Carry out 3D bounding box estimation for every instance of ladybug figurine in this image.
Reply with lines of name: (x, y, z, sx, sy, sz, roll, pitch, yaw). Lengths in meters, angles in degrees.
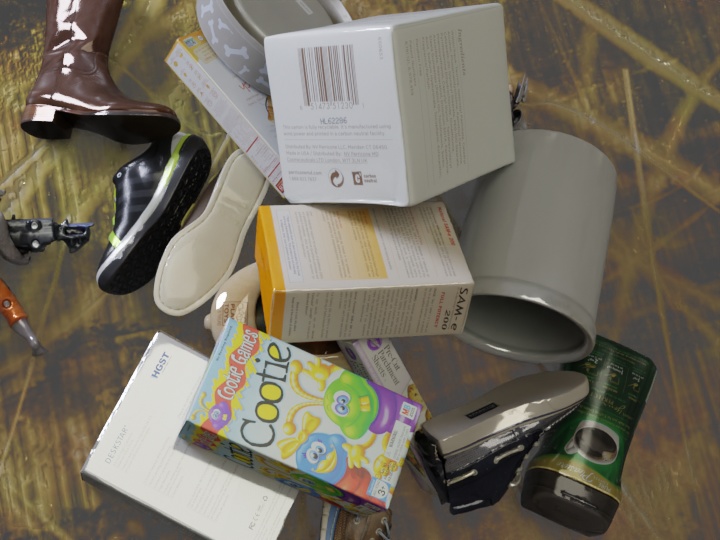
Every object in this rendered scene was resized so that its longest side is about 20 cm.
ladybug figurine: (-0.067, 0.056, 1.105, 0.196, 0.072, 0.139, 4, 74, -13)

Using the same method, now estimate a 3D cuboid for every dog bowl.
dog bowl: (-0.093, -0.270, 1.157, 0.198, 0.059, 0.202, 27, 40, -26)

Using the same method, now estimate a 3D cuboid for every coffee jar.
coffee jar: (0.246, 0.179, 1.140, 0.103, 0.085, 0.203, 23, 69, 0)

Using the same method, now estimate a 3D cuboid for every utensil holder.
utensil holder: (0.188, -0.025, 1.142, 0.167, 0.170, 0.203, 20, 66, -7)

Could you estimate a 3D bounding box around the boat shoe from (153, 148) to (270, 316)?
boat shoe: (-0.160, -0.037, 1.116, 0.071, 0.059, 0.202, 31, 70, -14)

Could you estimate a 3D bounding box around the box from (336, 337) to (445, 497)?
box: (0.042, 0.143, 1.084, 0.041, 0.038, 0.202, -36, 110, -22)

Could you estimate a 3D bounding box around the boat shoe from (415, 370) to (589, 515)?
boat shoe: (0.153, 0.177, 1.087, 0.197, 0.075, 0.094, -19, 107, -14)

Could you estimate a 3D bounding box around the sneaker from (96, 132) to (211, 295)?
sneaker: (-0.232, -0.067, 1.115, 0.082, 0.072, 0.202, 21, 67, 19)

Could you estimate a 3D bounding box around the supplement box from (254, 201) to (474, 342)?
supplement box: (0.000, 0.000, 1.039, 0.196, 0.074, 0.127, -2, 43, -12)

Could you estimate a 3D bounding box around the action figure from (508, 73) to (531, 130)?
action figure: (0.117, -0.206, 1.233, 0.198, 0.069, 0.132, 28, 62, -9)

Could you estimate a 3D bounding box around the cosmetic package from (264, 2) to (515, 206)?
cosmetic package: (0.035, -0.170, 1.061, 0.199, 0.165, 0.170, -25, 113, -47)

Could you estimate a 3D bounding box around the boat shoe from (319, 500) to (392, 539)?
boat shoe: (-0.003, 0.250, 1.057, 0.071, 0.072, 0.204, 2, 73, 3)

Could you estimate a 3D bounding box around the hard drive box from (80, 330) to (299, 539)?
hard drive box: (-0.154, 0.180, 1.045, 0.198, 0.077, 0.158, 30, 69, -5)

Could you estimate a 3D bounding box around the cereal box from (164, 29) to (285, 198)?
cereal box: (-0.101, -0.185, 1.151, 0.200, 0.040, 0.144, 48, 38, 3)

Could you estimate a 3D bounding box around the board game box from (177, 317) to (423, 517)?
board game box: (-0.058, 0.141, 0.984, 0.197, 0.103, 0.106, 24, 70, -6)

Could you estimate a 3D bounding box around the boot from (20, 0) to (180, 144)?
boot: (-0.266, -0.240, 1.128, 0.182, 0.064, 0.204, 4, 69, 8)

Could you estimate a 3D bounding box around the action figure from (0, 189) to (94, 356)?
action figure: (-0.358, -0.009, 1.038, 0.196, 0.105, 0.198, -11, 87, -15)
